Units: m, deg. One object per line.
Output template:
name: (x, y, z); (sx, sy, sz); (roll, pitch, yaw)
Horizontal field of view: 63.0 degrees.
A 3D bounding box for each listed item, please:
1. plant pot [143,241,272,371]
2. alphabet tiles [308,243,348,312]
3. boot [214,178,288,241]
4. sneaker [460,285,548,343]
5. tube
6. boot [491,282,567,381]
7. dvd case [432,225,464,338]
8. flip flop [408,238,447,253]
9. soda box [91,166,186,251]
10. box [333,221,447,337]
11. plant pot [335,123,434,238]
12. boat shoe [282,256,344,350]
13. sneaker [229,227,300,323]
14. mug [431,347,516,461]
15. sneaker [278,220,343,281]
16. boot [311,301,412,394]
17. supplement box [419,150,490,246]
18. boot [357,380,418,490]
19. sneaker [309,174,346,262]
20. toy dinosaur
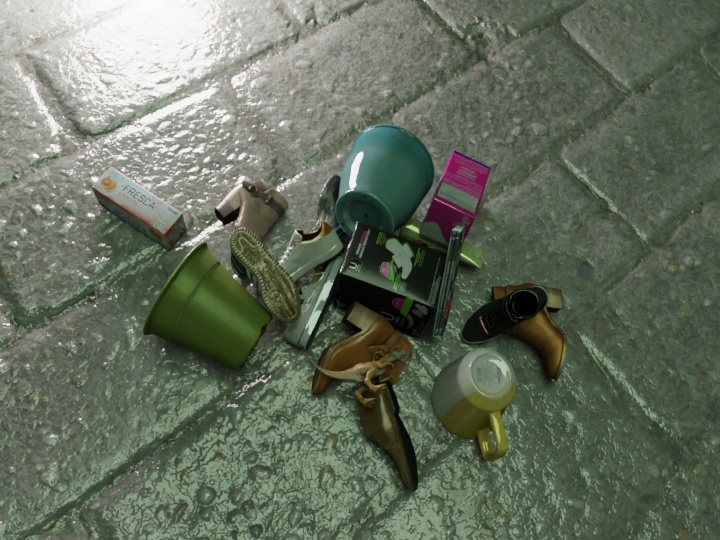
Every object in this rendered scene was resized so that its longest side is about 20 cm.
plant pot: (-0.270, 0.085, 1.105); (0.187, 0.200, 0.203); (33, 62, -3)
alphabet tiles: (0.000, 0.000, 1.275); (0.164, 0.008, 0.203); (30, 63, 7)
boot: (-0.215, -0.109, 1.267); (0.144, 0.071, 0.202); (-32, 79, -30)
sneaker: (0.280, 0.087, 1.176); (0.196, 0.099, 0.073); (-30, 76, 18)
tube: (0.181, -0.061, 1.308); (0.194, 0.052, 0.060); (21, 76, 1)
boot: (0.347, 0.123, 1.228); (0.149, 0.077, 0.208); (3, 73, 2)
dvd case: (0.177, 0.018, 1.164); (0.021, 0.146, 0.208); (12, 100, 11)
flip flop: (0.112, -0.038, 1.272); (0.192, 0.083, 0.059); (9, 46, -4)
soda box: (-0.463, -0.130, 1.236); (0.196, 0.069, 0.064); (33, 63, 8)
box: (0.057, 0.021, 1.183); (0.194, 0.150, 0.127); (20, 61, 2)
plant pot: (0.037, -0.166, 1.232); (0.195, 0.203, 0.190); (25, 49, 5)
boat shoe: (-0.103, 0.052, 1.197); (0.084, 0.075, 0.207); (23, 76, 8)
sneaker: (-0.187, 0.019, 1.141); (0.069, 0.108, 0.203); (-34, 88, -21)
mug: (0.235, 0.235, 1.108); (0.148, 0.154, 0.187); (-39, 74, -24)
sneaker: (-0.137, -0.033, 1.199); (0.196, 0.073, 0.086); (-33, 112, 2)
boot: (0.004, 0.183, 1.150); (0.153, 0.074, 0.204); (34, 82, -11)
supplement box: (0.211, -0.157, 1.301); (0.101, 0.103, 0.202); (25, 46, 4)
boot: (0.053, 0.315, 1.102); (0.073, 0.074, 0.206); (-23, 67, 9)
sneaker: (-0.060, -0.111, 1.287); (0.079, 0.074, 0.207); (12, 72, 3)
toy dinosaur: (-0.001, 0.195, 1.094); (0.193, 0.062, 0.108); (-8, 46, -20)
